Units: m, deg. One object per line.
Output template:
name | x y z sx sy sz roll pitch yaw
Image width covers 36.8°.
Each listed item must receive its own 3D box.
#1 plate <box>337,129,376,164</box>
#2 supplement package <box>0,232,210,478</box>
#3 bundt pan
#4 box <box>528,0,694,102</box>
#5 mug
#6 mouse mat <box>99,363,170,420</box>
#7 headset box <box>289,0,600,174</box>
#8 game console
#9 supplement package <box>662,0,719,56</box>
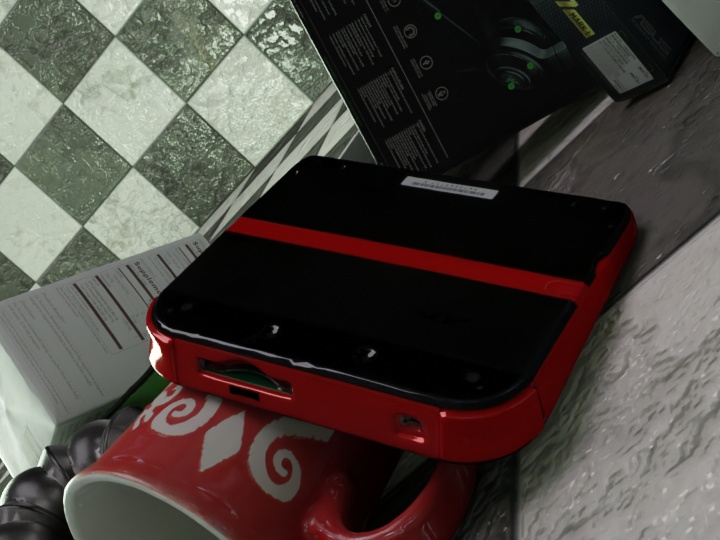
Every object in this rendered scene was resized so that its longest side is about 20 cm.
plate | -0.003 -0.094 0.945 0.201 0.032 0.199 -54 5 -8
supplement package | -0.185 0.070 0.837 0.198 0.110 0.114 -23 -26 -41
bundt pan | -0.150 0.157 0.642 0.199 0.077 0.203 -20 30 12
box | 0.144 -0.232 0.670 0.051 0.200 0.159 -19 31 56
mug | -0.018 0.087 0.546 0.201 0.175 0.135 -53 -24 -41
mouse mat | -0.096 0.088 0.742 0.200 0.159 0.008 -40 58 43
headset box | 0.069 -0.181 0.759 0.198 0.176 0.093 -29 15 10
game console | 0.014 0.007 0.514 0.197 0.032 0.177 12 38 27
supplement package | 0.224 -0.260 0.589 0.151 0.150 0.201 -35 18 50
